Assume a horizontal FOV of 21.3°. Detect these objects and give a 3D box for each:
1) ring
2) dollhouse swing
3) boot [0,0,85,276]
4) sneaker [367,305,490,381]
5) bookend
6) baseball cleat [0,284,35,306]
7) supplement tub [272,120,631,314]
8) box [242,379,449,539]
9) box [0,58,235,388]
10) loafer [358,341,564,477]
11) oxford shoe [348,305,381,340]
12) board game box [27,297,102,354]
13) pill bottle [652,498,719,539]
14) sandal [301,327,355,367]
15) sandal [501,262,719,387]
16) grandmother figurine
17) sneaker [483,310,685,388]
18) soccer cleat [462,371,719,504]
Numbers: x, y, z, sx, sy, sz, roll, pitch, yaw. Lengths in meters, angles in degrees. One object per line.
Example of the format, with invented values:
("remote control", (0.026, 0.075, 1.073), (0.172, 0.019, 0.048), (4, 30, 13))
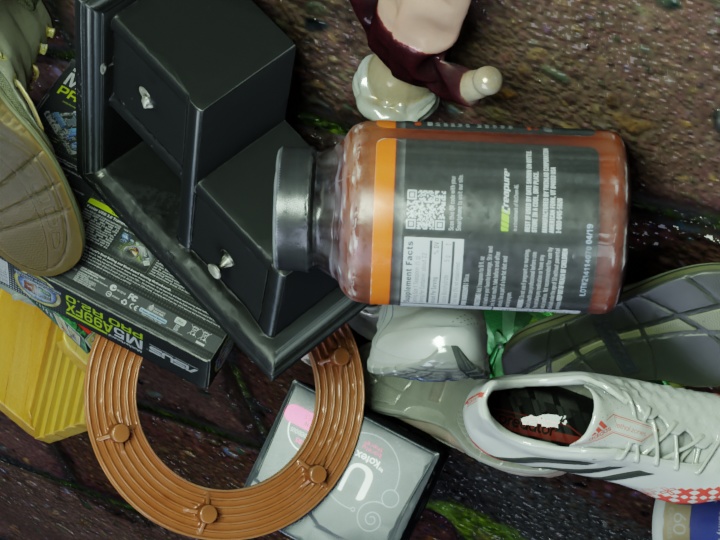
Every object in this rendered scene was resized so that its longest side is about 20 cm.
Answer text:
("ring", (-0.090, 0.085, 1.308), (0.200, 0.201, 0.019), (38, 165, -14))
("dollhouse swing", (-0.280, 0.018, 1.505), (0.175, 0.183, 0.200), (21, 159, -27))
("boot", (-0.229, -0.108, 1.242), (0.072, 0.155, 0.201), (-24, 112, 16))
("sneaker", (0.041, 0.016, 1.179), (0.074, 0.088, 0.200), (3, -167, -5))
("bookend", (-0.078, -0.068, 1.170), (0.200, 0.092, 0.199), (46, 155, 15))
("baseball cleat", (-0.201, -0.005, 1.404), (0.199, 0.106, 0.070), (33, 128, 12))
("supplement tub", (0.050, -0.032, 1.089), (0.198, 0.108, 0.107), (3, 149, 1))
("box", (-0.009, 0.157, 1.443), (0.122, 0.107, 0.200), (26, 177, 6))
("box", (-0.150, -0.034, 1.290), (0.199, 0.161, 0.044), (26, 150, 7))
("loafer", (0.082, 0.102, 1.397), (0.199, 0.072, 0.063), (19, 167, 33))
("oxford shoe", (0.000, 0.000, 1.309), (0.075, 0.058, 0.200), (21, 152, 11))
("board game box", (-0.220, -0.037, 1.351), (0.200, 0.105, 0.024), (39, 157, 23))
("pill bottle", (0.298, 0.170, 1.233), (0.199, 0.116, 0.116), (-5, 136, 46))
("sandal", (-0.073, 0.017, 1.408), (0.080, 0.054, 0.200), (2, 140, 42))
("sandal", (0.179, 0.033, 1.183), (0.200, 0.057, 0.080), (-13, 113, 32))
("grandmother figurine", (0.034, -0.139, 1.060), (0.122, 0.060, 0.200), (54, 159, 15))
("sneaker", (0.114, 0.064, 1.271), (0.199, 0.084, 0.074), (18, 150, 24))
("soccer cleat", (0.159, 0.096, 1.138), (0.198, 0.069, 0.085), (9, 167, 6))
